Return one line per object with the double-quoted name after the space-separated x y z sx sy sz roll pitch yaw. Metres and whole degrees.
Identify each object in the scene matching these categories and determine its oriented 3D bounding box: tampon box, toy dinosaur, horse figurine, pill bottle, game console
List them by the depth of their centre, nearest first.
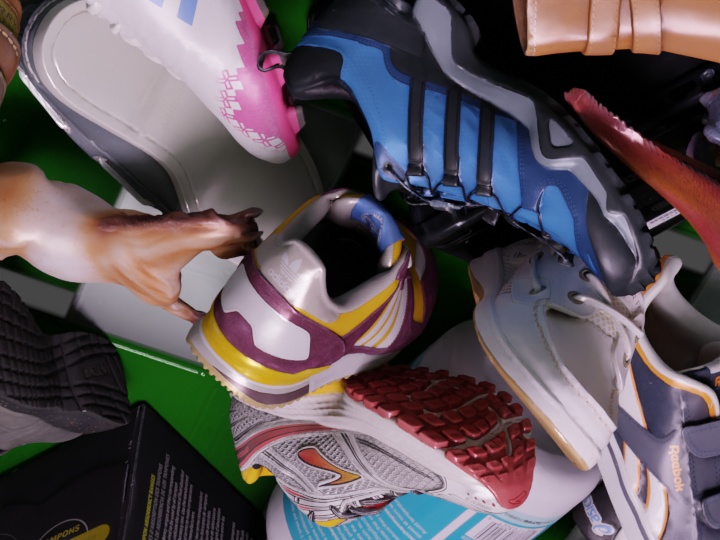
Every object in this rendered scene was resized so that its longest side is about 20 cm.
0.187 0.014 1.274 0.200 0.182 0.105 -3 153 -24 "toy dinosaur"
0.109 -0.096 1.356 0.200 0.117 0.176 -28 153 26 "game console"
-0.137 -0.015 1.373 0.200 0.050 0.133 19 164 11 "horse figurine"
0.026 0.121 1.487 0.111 0.111 0.200 34 125 -22 "pill bottle"
-0.120 0.202 1.557 0.150 0.126 0.200 -28 122 25 "tampon box"

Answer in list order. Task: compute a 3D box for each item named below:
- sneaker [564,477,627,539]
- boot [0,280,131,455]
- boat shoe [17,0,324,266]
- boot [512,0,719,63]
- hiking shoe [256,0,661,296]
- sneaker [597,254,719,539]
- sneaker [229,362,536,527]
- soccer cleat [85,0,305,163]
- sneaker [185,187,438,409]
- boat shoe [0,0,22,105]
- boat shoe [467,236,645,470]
0.158 0.115 1.491 0.072 0.072 0.200 -1 138 -31 "sneaker"
-0.214 0.064 1.444 0.131 0.068 0.200 -20 156 18 "boot"
-0.093 -0.067 1.384 0.200 0.073 0.062 41 166 -34 "boat shoe"
0.147 -0.110 1.223 0.155 0.077 0.200 -13 87 -11 "boot"
0.050 -0.050 1.276 0.087 0.200 0.074 -44 162 1 "hiking shoe"
0.163 0.087 1.404 0.079 0.078 0.200 -24 96 31 "sneaker"
0.011 0.088 1.387 0.078 0.200 0.082 -8 105 -38 "sneaker"
-0.091 -0.129 1.308 0.086 0.070 0.200 -22 119 2 "soccer cleat"
0.000 0.000 1.341 0.075 0.200 0.090 43 119 6 "sneaker"
-0.223 -0.085 1.362 0.072 0.068 0.200 37 145 -31 "boat shoe"
0.095 0.023 1.287 0.069 0.200 0.071 -34 111 8 "boat shoe"
